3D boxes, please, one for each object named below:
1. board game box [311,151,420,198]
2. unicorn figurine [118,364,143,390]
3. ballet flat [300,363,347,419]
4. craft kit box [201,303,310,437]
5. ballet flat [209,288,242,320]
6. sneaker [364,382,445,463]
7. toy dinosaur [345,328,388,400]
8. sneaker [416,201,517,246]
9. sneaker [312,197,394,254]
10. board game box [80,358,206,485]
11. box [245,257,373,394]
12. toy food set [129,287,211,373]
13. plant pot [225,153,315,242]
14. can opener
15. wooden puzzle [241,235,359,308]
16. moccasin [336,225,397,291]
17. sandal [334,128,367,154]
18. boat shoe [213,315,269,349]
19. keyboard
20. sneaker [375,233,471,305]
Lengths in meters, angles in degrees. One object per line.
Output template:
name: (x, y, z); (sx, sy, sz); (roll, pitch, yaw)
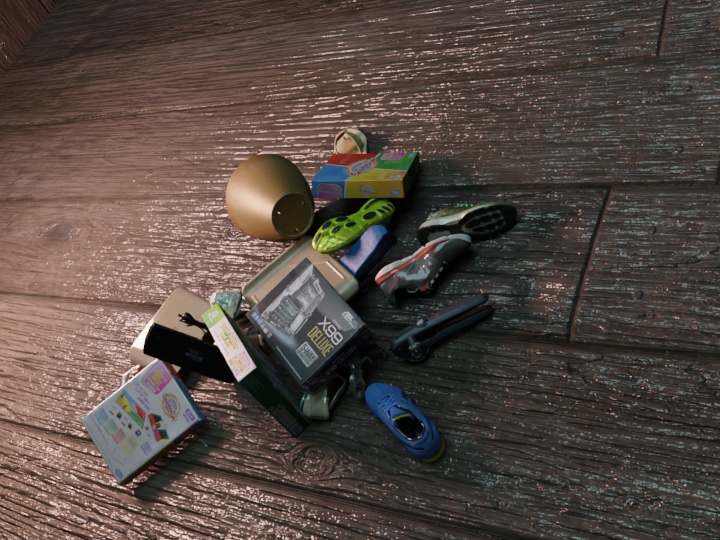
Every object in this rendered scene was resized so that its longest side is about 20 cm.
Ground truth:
board game box: (0.013, -0.200, 1.739); (0.196, 0.041, 0.154); (1, 29, 17)
unicorn figurine: (-0.458, 0.268, 1.681); (0.199, 0.074, 0.138); (35, 87, 39)
ballet flat: (-0.051, 0.181, 1.516); (0.068, 0.070, 0.203); (-1, 56, 32)
craft kit box: (-0.190, 0.180, 1.498); (0.048, 0.201, 0.197); (-40, 44, -6)
ballet flat: (-0.270, 0.063, 1.663); (0.072, 0.072, 0.200); (-46, 2, -11)
sneaker: (0.064, 0.236, 1.379); (0.066, 0.079, 0.200); (-44, 42, -6)
toy dinosaur: (-0.005, 0.133, 1.504); (0.048, 0.087, 0.202); (-56, 46, 45)
sneaker: (0.203, -0.107, 1.591); (0.197, 0.077, 0.089); (-12, 40, 21)
sneaker: (-0.008, -0.073, 1.656); (0.198, 0.085, 0.074); (-28, 50, -31)
board game box: (-0.420, 0.290, 1.605); (0.199, 0.040, 0.154); (-37, 75, -2)
box: (-0.093, 0.097, 1.494); (0.157, 0.050, 0.200); (-43, 55, 0)
toy food set: (-0.383, 0.141, 1.767); (0.142, 0.061, 0.201); (23, 69, 30)
plant pot: (-0.170, -0.137, 1.726); (0.186, 0.187, 0.200); (-42, 26, -7)
can opener: (0.139, 0.095, 1.459); (0.198, 0.064, 0.079); (-29, 43, 9)
wooden puzzle: (-0.118, 0.040, 1.613); (0.184, 0.037, 0.200); (-40, 47, -8)
moccasin: (0.000, 0.000, 1.620); (0.200, 0.068, 0.081); (-42, 52, 28)
sandal: (-0.025, -0.284, 1.883); (0.077, 0.070, 0.214); (-27, 44, 9)
boat shoe: (-0.212, 0.128, 1.645); (0.202, 0.075, 0.075); (-44, 40, -8)
keyboard: (-0.309, 0.142, 1.589); (0.128, 0.197, 0.021); (-56, 23, 27)
sneaker: (0.128, 0.003, 1.557); (0.198, 0.077, 0.083); (-29, 71, 12)
